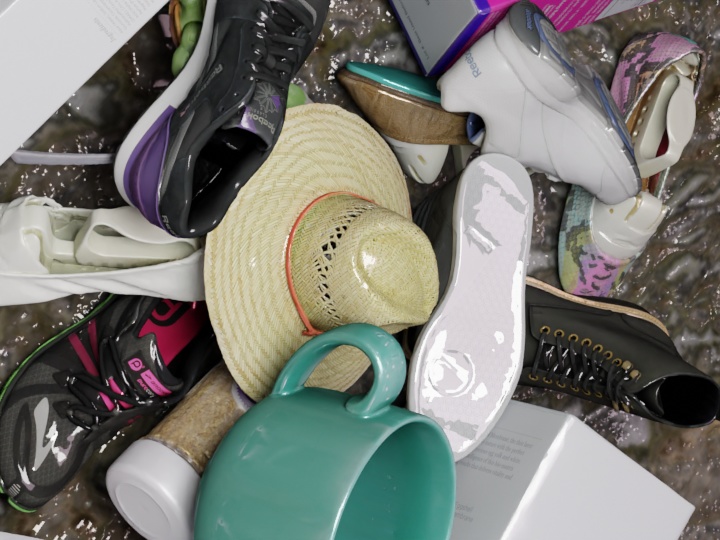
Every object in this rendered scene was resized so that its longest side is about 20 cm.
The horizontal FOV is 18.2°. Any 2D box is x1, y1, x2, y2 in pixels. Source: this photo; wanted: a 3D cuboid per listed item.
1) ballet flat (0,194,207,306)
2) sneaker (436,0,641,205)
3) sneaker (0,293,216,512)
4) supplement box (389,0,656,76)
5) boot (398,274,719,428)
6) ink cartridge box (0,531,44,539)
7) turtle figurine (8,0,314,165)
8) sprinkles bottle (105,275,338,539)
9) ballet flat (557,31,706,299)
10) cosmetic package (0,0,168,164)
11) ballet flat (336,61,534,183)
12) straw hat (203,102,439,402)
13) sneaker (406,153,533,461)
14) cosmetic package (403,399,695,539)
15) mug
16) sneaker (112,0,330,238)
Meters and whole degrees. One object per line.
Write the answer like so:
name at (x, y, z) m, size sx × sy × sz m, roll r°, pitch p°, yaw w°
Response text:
ballet flat at (-0.174, -0.018, 1.356) m, size 0.199 × 0.069 × 0.070 m, roll 1°, pitch 94°, yaw -5°
sneaker at (0.118, -0.099, 1.465) m, size 0.087 × 0.075 × 0.200 m, roll -30°, pitch 138°, yaw 17°
sneaker at (-0.155, 0.064, 1.393) m, size 0.077 × 0.084 × 0.200 m, roll 46°, pitch 74°, yaw -22°
supplement box at (0.122, -0.217, 1.486) m, size 0.199 × 0.103 × 0.102 m, roll -21°, pitch 78°, yaw -26°
boot at (0.138, 0.057, 1.500) m, size 0.199 × 0.138 × 0.078 m, roll 1°, pitch 108°, yaw -19°
ink cartridge box at (-0.170, 0.275, 1.283) m, size 0.147 × 0.200 × 0.146 m, roll -46°, pitch 155°, yaw 6°
turtle figurine at (-0.113, -0.110, 1.385) m, size 0.200 × 0.144 × 0.194 m, roll -44°, pitch 129°, yaw -4°
sprinkles bottle at (-0.073, 0.087, 1.419) m, size 0.200 × 0.068 × 0.068 m, roll -45°, pitch 113°, yaw -33°
ballet flat at (0.192, -0.071, 1.565) m, size 0.069 × 0.071 × 0.201 m, roll 22°, pitch 85°, yaw -31°
cosmetic package at (-0.194, -0.157, 1.277) m, size 0.200 × 0.113 × 0.081 m, roll -45°, pitch 137°, yaw -5°
ballet flat at (0.069, -0.092, 1.514) m, size 0.199 × 0.068 × 0.073 m, roll 5°, pitch 111°, yaw -31°
straw hat at (0.000, 0.000, 1.360) m, size 0.201 × 0.085 × 0.202 m, roll -17°, pitch 112°, yaw -48°
sneaker at (0.063, 0.028, 1.463) m, size 0.070 × 0.099 × 0.201 m, roll 12°, pitch 82°, yaw -12°
cosmetic package at (0.078, 0.193, 1.457) m, size 0.123 × 0.199 × 0.201 m, roll 34°, pitch 79°, yaw -25°
mug at (-0.023, 0.132, 1.342) m, size 0.152 × 0.114 × 0.186 m, roll 45°, pitch 64°, yaw -57°
sneaker at (-0.058, -0.106, 1.275) m, size 0.076 × 0.088 × 0.201 m, roll 26°, pitch 95°, yaw -33°
